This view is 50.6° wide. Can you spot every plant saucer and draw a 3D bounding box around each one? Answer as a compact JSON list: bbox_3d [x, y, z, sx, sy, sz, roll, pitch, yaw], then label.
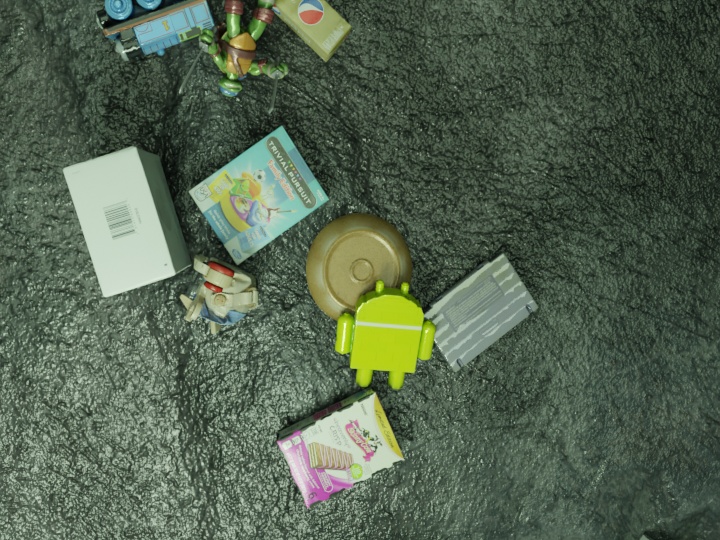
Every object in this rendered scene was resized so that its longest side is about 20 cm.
[{"bbox_3d":[0.000,0.000,1.368,0.195,0.035,0.206,-1,95,-6],"label":"plant saucer"}]

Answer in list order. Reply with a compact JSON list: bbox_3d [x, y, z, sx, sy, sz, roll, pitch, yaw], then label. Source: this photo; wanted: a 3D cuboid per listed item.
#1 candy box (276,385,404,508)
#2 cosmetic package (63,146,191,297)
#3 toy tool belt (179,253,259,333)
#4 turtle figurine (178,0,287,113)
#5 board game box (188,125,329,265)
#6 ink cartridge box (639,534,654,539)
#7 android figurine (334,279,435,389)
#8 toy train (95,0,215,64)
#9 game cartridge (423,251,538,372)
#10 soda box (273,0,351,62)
[{"bbox_3d":[-0.036,0.317,1.373,0.196,0.061,0.139,-26,96,-5],"label":"candy box"},{"bbox_3d":[-0.370,-0.080,1.237,0.120,0.200,0.204,-17,95,-2],"label":"cosmetic package"},{"bbox_3d":[-0.236,0.052,1.264,0.122,0.200,0.125,23,89,1],"label":"toy tool belt"},{"bbox_3d":[-0.181,-0.366,1.226,0.140,0.200,0.198,16,109,1],"label":"turtle figurine"},{"bbox_3d":[-0.176,-0.131,1.332,0.198,0.047,0.153,-35,97,-3],"label":"board game box"},{"bbox_3d":[0.591,0.632,1.479,0.198,0.047,0.162,31,89,-13],"label":"ink cartridge box"},{"bbox_3d":[0.045,0.113,1.352,0.177,0.041,0.205,3,111,-5],"label":"android figurine"},{"bbox_3d":[-0.338,-0.423,1.277,0.196,0.087,0.117,-21,102,-5],"label":"toy train"},{"bbox_3d":[0.214,0.074,1.399,0.198,0.038,0.131,-36,93,-3],"label":"game cartridge"},{"bbox_3d":[-0.109,-0.456,1.307,0.199,0.068,0.064,43,88,-7],"label":"soda box"}]
